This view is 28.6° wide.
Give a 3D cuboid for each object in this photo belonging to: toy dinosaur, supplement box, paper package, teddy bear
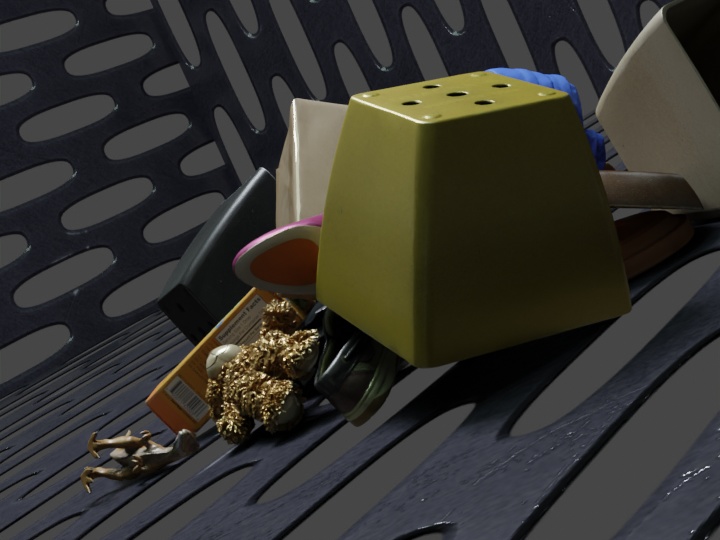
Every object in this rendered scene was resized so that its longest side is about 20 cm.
[{"bbox_3d":[-0.235,0.193,1.441,0.105,0.061,0.199,1,-6,-37],"label":"toy dinosaur"},{"bbox_3d":[-0.137,0.088,1.497,0.200,0.069,0.067,-43,5,19],"label":"supplement box"},{"bbox_3d":[0.020,-0.063,1.401,0.197,0.192,0.104,6,-41,-12],"label":"paper package"},{"bbox_3d":[-0.099,0.099,1.353,0.147,0.066,0.200,-67,22,5],"label":"teddy bear"}]

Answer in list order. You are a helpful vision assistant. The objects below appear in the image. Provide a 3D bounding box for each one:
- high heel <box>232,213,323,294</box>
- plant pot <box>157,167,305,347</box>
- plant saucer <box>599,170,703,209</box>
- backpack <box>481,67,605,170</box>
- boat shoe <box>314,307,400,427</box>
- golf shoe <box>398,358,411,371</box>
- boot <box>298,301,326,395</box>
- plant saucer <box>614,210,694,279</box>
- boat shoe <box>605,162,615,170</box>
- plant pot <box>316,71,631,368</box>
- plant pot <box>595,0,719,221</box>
[{"bbox_3d":[-0.026,-0.034,1.274,0.198,0.068,0.096,-19,24,-11],"label":"high heel"},{"bbox_3d":[-0.145,0.022,1.828,0.178,0.200,0.199,-47,7,-24],"label":"plant pot"},{"bbox_3d":[0.218,-0.075,1.311,0.197,0.035,0.200,2,3,0],"label":"plant saucer"},{"bbox_3d":[0.178,-0.116,1.536,0.166,0.203,0.162,-2,0,-19],"label":"backpack"},{"bbox_3d":[0.001,0.046,1.231,0.073,0.065,0.201,-42,23,28],"label":"boat shoe"},{"bbox_3d":[0.060,0.055,1.327,0.087,0.078,0.199,-7,-2,-39],"label":"golf shoe"},{"bbox_3d":[-0.047,0.084,1.524,0.165,0.066,0.200,-46,4,41],"label":"boot"},{"bbox_3d":[0.218,-0.010,1.339,0.198,0.033,0.200,-25,6,3],"label":"plant saucer"},{"bbox_3d":[0.233,-0.080,1.717,0.199,0.071,0.070,-19,7,-42],"label":"boat shoe"},{"bbox_3d":[0.083,-0.056,1.137,0.198,0.179,0.200,-13,21,-23],"label":"plant pot"},{"bbox_3d":[0.351,-0.159,1.375,0.199,0.201,0.177,-29,-4,-31],"label":"plant pot"}]
